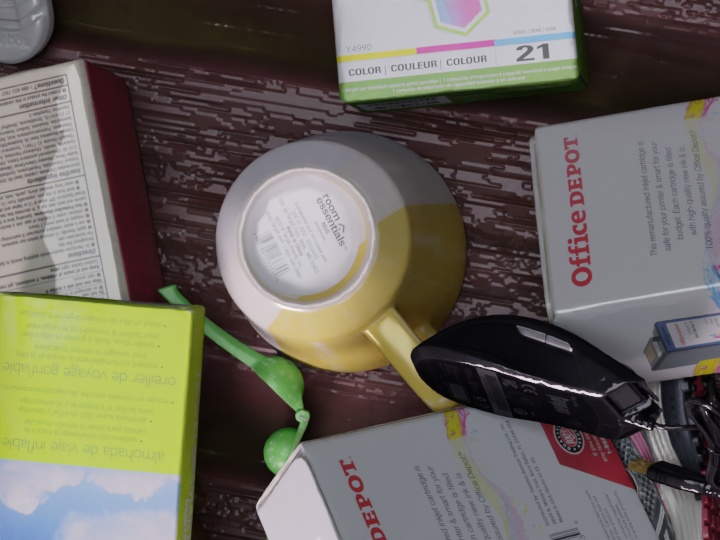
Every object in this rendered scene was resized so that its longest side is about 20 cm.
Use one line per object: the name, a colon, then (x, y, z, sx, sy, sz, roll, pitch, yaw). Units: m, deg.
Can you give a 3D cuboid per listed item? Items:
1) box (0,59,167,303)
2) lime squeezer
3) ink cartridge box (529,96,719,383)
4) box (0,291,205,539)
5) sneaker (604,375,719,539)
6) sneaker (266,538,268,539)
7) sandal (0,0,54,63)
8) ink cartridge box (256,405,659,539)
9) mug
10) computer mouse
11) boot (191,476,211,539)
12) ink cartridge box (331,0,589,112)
box: (-0.196, -0.015, 1.546, 0.127, 0.109, 0.201, -11, 86, 8)
lime squeezer: (-0.062, 0.098, 1.547, 0.070, 0.038, 0.201, -16, 92, -19)
ink cartridge box: (0.205, -0.022, 1.463, 0.199, 0.088, 0.146, -8, 51, 7)
box: (-0.156, 0.116, 1.457, 0.121, 0.048, 0.201, 4, 91, 9)
sneaker: (0.179, 0.139, 1.500, 0.074, 0.081, 0.201, -11, 78, 23)
sneaker: (0.004, 0.233, 1.488, 0.087, 0.074, 0.200, -40, 76, 19)
sandal: (-0.240, -0.231, 1.597, 0.082, 0.050, 0.204, -8, 99, 23)
ink cartridge box: (0.060, 0.159, 1.440, 0.199, 0.083, 0.146, -10, 65, -30)
mug: (-0.002, -0.010, 1.493, 0.186, 0.153, 0.150, 18, 90, 9)
computer mouse: (0.134, 0.072, 1.416, 0.199, 0.141, 0.046, 11, 67, 25)
boot: (-0.130, 0.202, 1.549, 0.107, 0.075, 0.201, -27, 75, 10)
ink cartridge box: (0.054, -0.204, 1.531, 0.147, 0.076, 0.201, -6, 88, 9)
